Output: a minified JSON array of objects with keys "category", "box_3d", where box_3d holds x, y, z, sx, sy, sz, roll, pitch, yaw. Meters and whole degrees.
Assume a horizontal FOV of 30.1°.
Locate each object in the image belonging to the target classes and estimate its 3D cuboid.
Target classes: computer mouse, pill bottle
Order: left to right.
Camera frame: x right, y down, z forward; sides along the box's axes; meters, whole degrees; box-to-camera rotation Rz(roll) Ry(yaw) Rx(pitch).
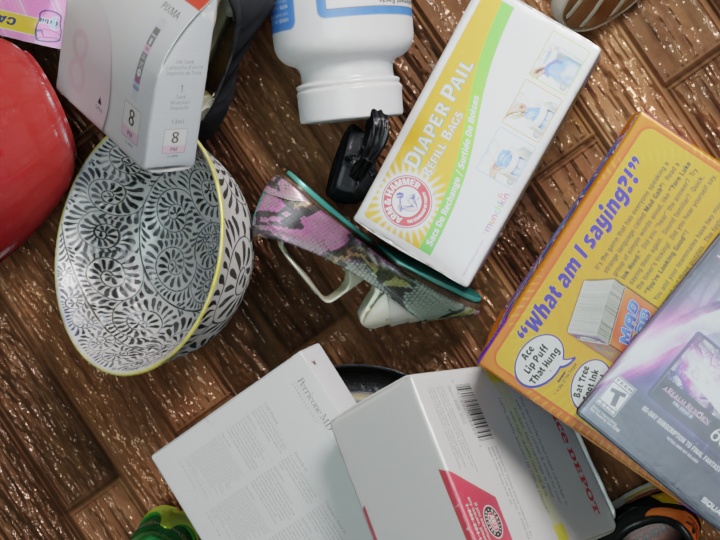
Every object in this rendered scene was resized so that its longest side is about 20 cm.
[{"category":"pill bottle","box_3d":[-0.017,-0.217,1.027,0.111,0.112,0.203,-4,95,10]},{"category":"computer mouse","box_3d":[0.005,-0.083,0.999,0.034,0.200,0.059,17,85,-7]}]

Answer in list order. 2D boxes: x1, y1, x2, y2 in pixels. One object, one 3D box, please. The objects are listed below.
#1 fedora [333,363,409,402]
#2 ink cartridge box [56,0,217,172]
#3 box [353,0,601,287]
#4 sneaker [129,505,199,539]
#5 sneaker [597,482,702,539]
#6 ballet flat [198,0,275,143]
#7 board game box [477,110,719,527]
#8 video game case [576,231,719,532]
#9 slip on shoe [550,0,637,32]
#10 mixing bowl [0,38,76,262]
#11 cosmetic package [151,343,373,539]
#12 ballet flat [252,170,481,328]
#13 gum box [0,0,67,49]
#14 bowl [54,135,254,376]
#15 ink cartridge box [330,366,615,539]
[{"category":"fedora","box_3d":[-0.005,0.171,1.073,0.197,0.092,0.204,1,95,10]},{"category":"ink cartridge box","box_3d":[-0.163,-0.197,0.982,0.162,0.056,0.202,40,130,44]},{"category":"box","box_3d":[0.091,-0.102,1.019,0.101,0.112,0.202,30,101,6]},{"category":"sneaker","box_3d":[-0.195,0.296,1.126,0.073,0.084,0.203,18,99,7]},{"category":"sneaker","box_3d":[0.178,0.237,1.049,0.199,0.090,0.070,-35,89,11]},{"category":"ballet flat","box_3d":[-0.125,-0.164,1.028,0.073,0.073,0.201,39,134,4]},{"category":"board game box","box_3d":[0.225,0.024,0.963,0.199,0.200,0.201,34,101,5]},{"category":"video game case","box_3d":[0.254,0.058,0.851,0.142,0.019,0.201,38,102,5]},{"category":"slip on shoe","box_3d":[0.205,-0.275,1.011,0.201,0.075,0.061,-57,45,18]},{"category":"mixing bowl","box_3d":[-0.295,-0.108,1.066,0.107,0.200,0.202,-27,91,-19]},{"category":"cosmetic package","box_3d":[-0.042,0.181,1.010,0.150,0.052,0.201,-34,85,18]},{"category":"ballet flat","box_3d":[0.000,0.000,1.049,0.199,0.069,0.072,32,94,-17]},{"category":"gum box","box_3d":[-0.297,-0.252,1.096,0.197,0.066,0.115,14,97,8]},{"category":"bowl","box_3d":[-0.147,-0.014,1.065,0.199,0.094,0.204,-8,77,39]},{"category":"ink cartridge box","box_3d":[0.087,0.152,0.981,0.083,0.199,0.147,-33,71,31]}]
